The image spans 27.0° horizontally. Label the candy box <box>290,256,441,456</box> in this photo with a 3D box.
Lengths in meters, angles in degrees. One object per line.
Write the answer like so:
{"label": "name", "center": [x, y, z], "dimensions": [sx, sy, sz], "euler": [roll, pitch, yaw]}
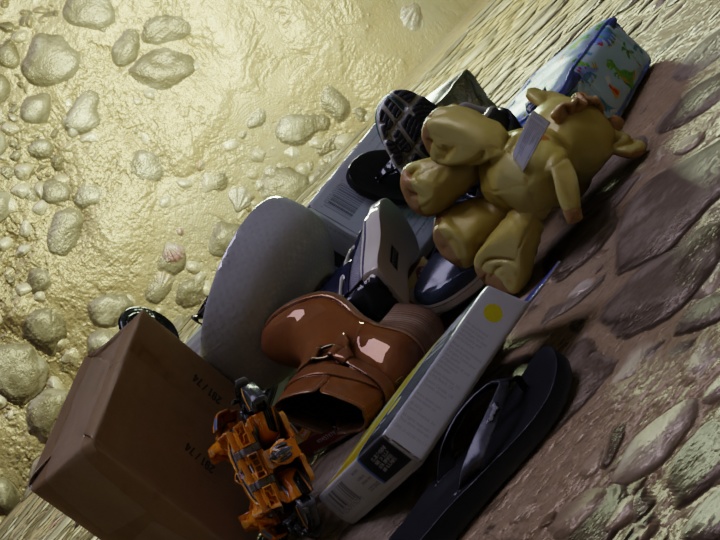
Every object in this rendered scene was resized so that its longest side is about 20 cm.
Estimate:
{"label": "candy box", "center": [0.006, 0.084, 1.496], "dimensions": [0.115, 0.055, 0.200], "euler": [-33, 15, 46]}

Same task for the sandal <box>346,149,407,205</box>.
{"label": "sandal", "center": [0.081, -0.110, 1.613], "dimensions": [0.045, 0.198, 0.076], "euler": [106, 160, -49]}

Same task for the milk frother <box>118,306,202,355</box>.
{"label": "milk frother", "center": [-0.218, 0.089, 2.067], "dimensions": [0.188, 0.200, 0.181], "euler": [-43, 5, 13]}

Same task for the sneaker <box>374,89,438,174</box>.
{"label": "sneaker", "center": [0.075, -0.102, 1.534], "dimensions": [0.078, 0.200, 0.079], "euler": [-49, 29, -12]}

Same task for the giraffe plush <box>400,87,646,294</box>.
{"label": "giraffe plush", "center": [0.158, -0.100, 1.354], "dimensions": [0.162, 0.173, 0.200], "euler": [-31, -8, -42]}

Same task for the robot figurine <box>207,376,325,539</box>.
{"label": "robot figurine", "center": [-0.084, 0.170, 1.281], "dimensions": [0.058, 0.146, 0.200], "euler": [-25, -8, -14]}

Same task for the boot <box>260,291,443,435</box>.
{"label": "boot", "center": [-0.036, 0.091, 1.335], "dimensions": [0.198, 0.077, 0.155], "euler": [3, 31, 30]}

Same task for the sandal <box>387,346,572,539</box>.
{"label": "sandal", "center": [0.077, 0.125, 1.028], "dimensions": [0.200, 0.043, 0.076], "euler": [-49, 10, -19]}

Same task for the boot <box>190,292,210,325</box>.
{"label": "boot", "center": [-0.076, 0.031, 1.732], "dimensions": [0.200, 0.174, 0.069], "euler": [-48, 9, -12]}

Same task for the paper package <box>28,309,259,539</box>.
{"label": "paper package", "center": [-0.185, 0.175, 1.418], "dimensions": [0.103, 0.200, 0.191], "euler": [-36, 25, 33]}

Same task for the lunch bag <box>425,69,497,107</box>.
{"label": "lunch bag", "center": [0.081, -0.146, 1.978], "dimensions": [0.200, 0.118, 0.164], "euler": [-47, 9, -35]}

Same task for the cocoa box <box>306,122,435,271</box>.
{"label": "cocoa box", "center": [0.026, -0.054, 1.672], "dimensions": [0.200, 0.133, 0.132], "euler": [-54, -10, -41]}

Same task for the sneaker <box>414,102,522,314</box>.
{"label": "sneaker", "center": [0.094, -0.070, 1.455], "dimensions": [0.203, 0.147, 0.077], "euler": [-50, 36, -18]}

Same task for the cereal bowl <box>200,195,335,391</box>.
{"label": "cereal bowl", "center": [-0.079, 0.032, 1.509], "dimensions": [0.201, 0.083, 0.201], "euler": [-56, -23, -39]}

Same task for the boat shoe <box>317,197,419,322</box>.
{"label": "boat shoe", "center": [0.000, 0.000, 1.484], "dimensions": [0.092, 0.075, 0.200], "euler": [-33, 15, 19]}

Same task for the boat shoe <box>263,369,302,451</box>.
{"label": "boat shoe", "center": [-0.075, 0.138, 1.594], "dimensions": [0.064, 0.071, 0.200], "euler": [-40, 13, 28]}

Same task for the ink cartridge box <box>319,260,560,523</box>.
{"label": "ink cartridge box", "center": [0.058, 0.089, 1.165], "dimensions": [0.201, 0.047, 0.198], "euler": [-54, -2, -27]}

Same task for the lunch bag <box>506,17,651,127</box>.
{"label": "lunch bag", "center": [0.213, -0.171, 1.590], "dimensions": [0.161, 0.082, 0.200], "euler": [-40, 8, 43]}
